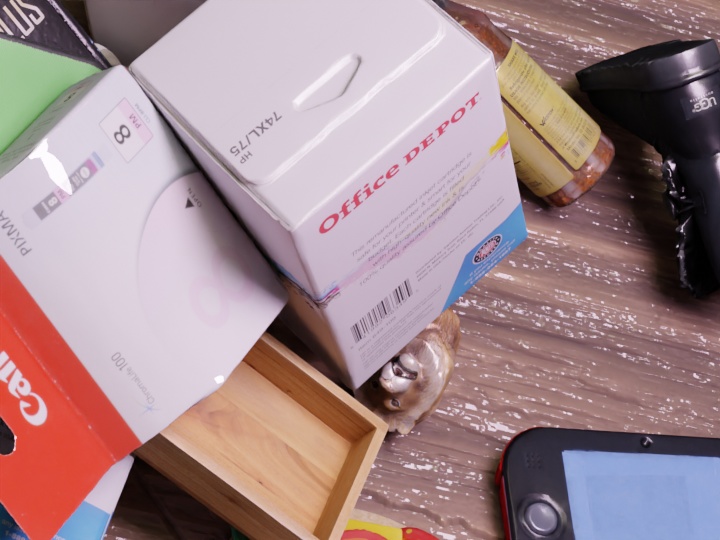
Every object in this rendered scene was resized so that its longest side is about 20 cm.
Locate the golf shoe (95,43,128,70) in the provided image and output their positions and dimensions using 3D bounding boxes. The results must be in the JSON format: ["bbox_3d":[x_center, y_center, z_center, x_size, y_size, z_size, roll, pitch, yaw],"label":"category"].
[{"bbox_3d":[-0.210,-0.095,1.364,0.092,0.073,0.200,32,26,13],"label":"golf shoe"}]

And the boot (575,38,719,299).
[{"bbox_3d":[0.215,-0.068,1.514,0.076,0.200,0.170,-18,98,-8],"label":"boot"}]

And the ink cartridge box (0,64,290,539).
[{"bbox_3d":[-0.141,0.016,1.150,0.163,0.057,0.200,55,44,-19],"label":"ink cartridge box"}]

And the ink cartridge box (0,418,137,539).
[{"bbox_3d":[-0.195,0.077,1.251,0.144,0.085,0.201,25,53,-8],"label":"ink cartridge box"}]

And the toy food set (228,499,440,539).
[{"bbox_3d":[-0.008,0.218,1.252,0.196,0.049,0.201,12,53,-13],"label":"toy food set"}]

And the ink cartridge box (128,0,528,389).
[{"bbox_3d":[-0.012,-0.065,1.257,0.146,0.200,0.146,-40,63,-12],"label":"ink cartridge box"}]

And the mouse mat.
[{"bbox_3d":[-0.196,-0.030,1.150,0.160,0.007,0.202,14,71,-39],"label":"mouse mat"}]

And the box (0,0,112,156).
[{"bbox_3d":[-0.239,-0.079,1.188,0.164,0.086,0.200,52,52,-18],"label":"box"}]

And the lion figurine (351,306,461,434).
[{"bbox_3d":[0.000,0.000,1.394,0.200,0.123,0.072,46,17,33],"label":"lion figurine"}]

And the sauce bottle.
[{"bbox_3d":[0.083,-0.128,1.482,0.200,0.066,0.066,45,49,-17],"label":"sauce bottle"}]

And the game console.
[{"bbox_3d":[0.182,0.181,1.363,0.198,0.031,0.178,5,55,-17],"label":"game console"}]

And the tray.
[{"bbox_3d":[-0.085,0.071,1.240,0.199,0.037,0.099,37,50,-14],"label":"tray"}]

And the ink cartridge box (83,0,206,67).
[{"bbox_3d":[-0.074,-0.227,1.455,0.144,0.146,0.200,19,47,25],"label":"ink cartridge box"}]
